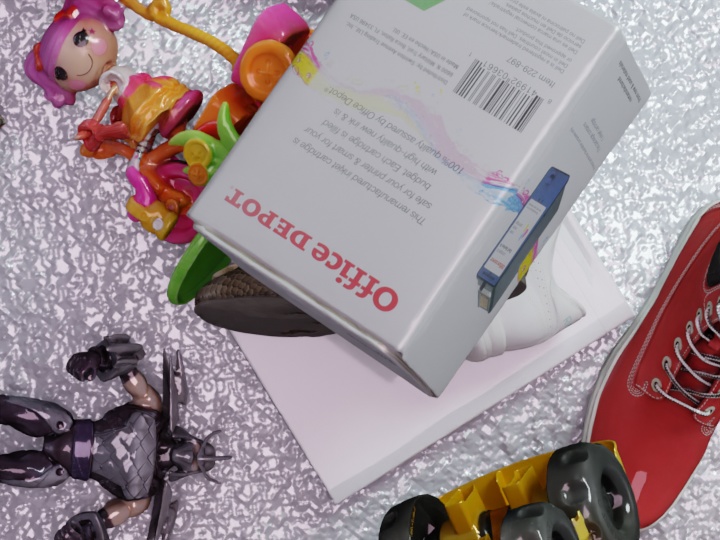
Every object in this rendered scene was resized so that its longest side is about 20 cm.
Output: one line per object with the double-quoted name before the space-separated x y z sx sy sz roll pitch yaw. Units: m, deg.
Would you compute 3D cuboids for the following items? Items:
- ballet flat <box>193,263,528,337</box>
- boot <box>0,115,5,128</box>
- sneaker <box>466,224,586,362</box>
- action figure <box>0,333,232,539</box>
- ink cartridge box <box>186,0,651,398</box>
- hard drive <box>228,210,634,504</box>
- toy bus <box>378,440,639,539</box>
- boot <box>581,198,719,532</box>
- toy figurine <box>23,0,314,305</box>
"ballet flat" 0.000 0.000 1.528 0.199 0.067 0.047 -10 68 29
"boot" -0.304 -0.079 1.543 0.151 0.073 0.200 48 66 -5
"sneaker" 0.073 -0.056 1.562 0.088 0.075 0.201 -15 100 -10
"action figure" -0.170 0.098 1.567 0.199 0.069 0.131 5 85 -7
"ink cartridge box" 0.030 -0.060 1.448 0.145 0.088 0.200 32 82 24
"hard drive" 0.036 0.023 1.602 0.199 0.027 0.132 -32 92 -4
"toy bus" 0.089 0.209 1.517 0.135 0.200 0.193 -19 99 25
"boot" 0.183 0.053 1.554 0.072 0.144 0.201 23 90 -5
"toy figurine" -0.115 -0.113 1.560 0.184 0.150 0.200 38 112 10
